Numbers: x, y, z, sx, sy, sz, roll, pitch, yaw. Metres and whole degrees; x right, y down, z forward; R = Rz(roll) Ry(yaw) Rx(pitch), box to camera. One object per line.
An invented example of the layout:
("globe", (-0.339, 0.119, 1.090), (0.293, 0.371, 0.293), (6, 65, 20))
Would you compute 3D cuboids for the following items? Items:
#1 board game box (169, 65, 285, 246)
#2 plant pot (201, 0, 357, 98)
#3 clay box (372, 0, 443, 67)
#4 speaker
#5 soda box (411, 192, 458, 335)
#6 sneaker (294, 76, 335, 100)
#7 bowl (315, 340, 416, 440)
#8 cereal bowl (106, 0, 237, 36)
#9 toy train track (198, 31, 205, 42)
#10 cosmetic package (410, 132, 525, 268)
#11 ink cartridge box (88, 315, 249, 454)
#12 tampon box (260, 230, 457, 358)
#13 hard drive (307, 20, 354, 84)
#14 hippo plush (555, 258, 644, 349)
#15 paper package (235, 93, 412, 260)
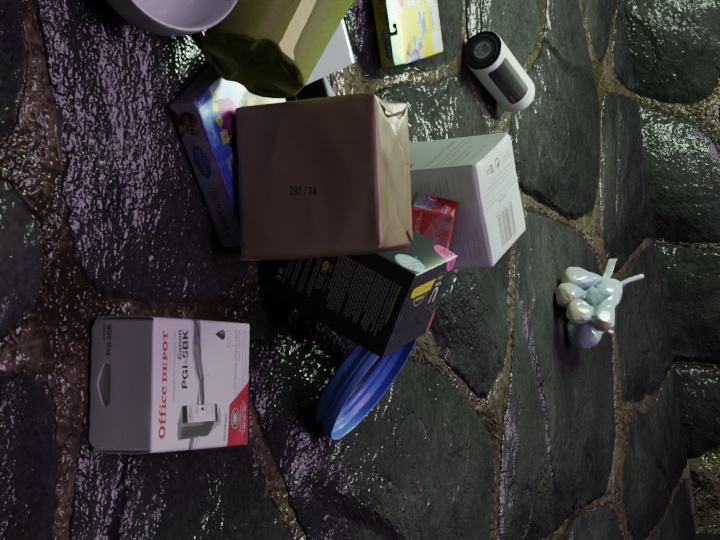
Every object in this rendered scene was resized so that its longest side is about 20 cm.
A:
("board game box", (-0.149, -0.168, 1.611), (0.200, 0.041, 0.202), (-58, 138, -49))
("plant pot", (-0.099, -0.317, 1.518), (0.201, 0.198, 0.186), (49, 54, -52))
("clay box", (0.073, -0.401, 2.075), (0.200, 0.047, 0.116), (-31, 115, -59))
("speaker", (0.268, -0.379, 2.433), (0.200, 0.080, 0.082), (36, 56, -58))
("soda box", (0.093, -0.010, 1.908), (0.064, 0.069, 0.202), (-62, 164, -64))
("sneaker", (-0.038, -0.184, 1.759), (0.085, 0.072, 0.202), (48, 26, -61))
("bowl", (0.008, 0.148, 1.792), (0.201, 0.039, 0.201), (-48, 164, -19))
("cereal bowl", (-0.225, -0.353, 1.398), (0.199, 0.083, 0.203), (7, 79, -43))
("toy train track", (-0.180, -0.355, 1.573), (0.201, 0.032, 0.116), (-64, 142, -45))
("cosmetic package", (0.132, -0.106, 1.998), (0.167, 0.198, 0.168), (-43, 125, -56))
("ink cartridge box", (-0.209, 0.128, 1.420), (0.199, 0.082, 0.149), (8, 81, -64))
("tampon box", (0.000, 0.000, 1.686), (0.150, 0.199, 0.127), (-25, 140, -62))
("hard drive", (-0.080, -0.358, 1.705), (0.131, 0.026, 0.202), (-31, 112, -43))
("hippo plush", (0.511, 0.082, 2.865), (0.200, 0.158, 0.162), (-51, 165, -33))
("paper package", (-0.046, -0.112, 1.549), (0.103, 0.198, 0.193), (-4, 92, -64))
